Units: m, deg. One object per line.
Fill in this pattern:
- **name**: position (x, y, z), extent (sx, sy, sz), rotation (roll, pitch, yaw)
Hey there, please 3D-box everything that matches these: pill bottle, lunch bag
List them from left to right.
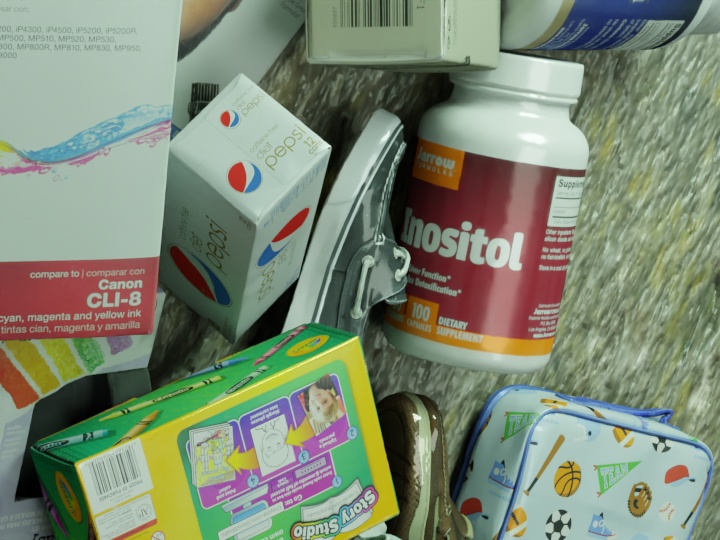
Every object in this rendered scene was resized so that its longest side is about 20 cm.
- **pill bottle**: position (0.084, -0.041, 1.338), extent (0.113, 0.113, 0.200), rotation (4, 100, -36)
- **lunch bag**: position (0.159, 0.165, 1.475), extent (0.200, 0.076, 0.160), rotation (16, 91, -37)
- **pill bottle**: position (0.160, -0.201, 1.345), extent (0.200, 0.116, 0.116), rotation (-5, 106, -38)

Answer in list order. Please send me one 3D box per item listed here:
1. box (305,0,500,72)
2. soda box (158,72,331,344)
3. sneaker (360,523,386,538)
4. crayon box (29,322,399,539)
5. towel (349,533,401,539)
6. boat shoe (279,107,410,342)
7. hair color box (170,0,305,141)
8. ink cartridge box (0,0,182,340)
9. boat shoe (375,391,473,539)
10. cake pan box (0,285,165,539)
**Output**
- **box**: position (0.028, -0.150, 1.192), extent (0.200, 0.082, 0.068), rotation (-16, 106, -76)
- **soda box**: position (-0.070, -0.030, 1.180), extent (0.068, 0.200, 0.064), rotation (40, 69, 8)
- **sneaker**: position (-0.072, 0.131, 1.310), extent (0.200, 0.080, 0.086), rotation (18, 63, -32)
- **crayon box**: position (-0.080, 0.122, 1.203), extent (0.200, 0.058, 0.119), rotation (-23, 110, -30)
- **towel**: position (0.018, 0.248, 1.335), extent (0.200, 0.171, 0.048), rotation (37, 43, -26)
- **boat shoe**: position (0.000, 0.000, 1.300), extent (0.068, 0.072, 0.200), rotation (20, 94, 4)
- **hair color box**: position (-0.124, -0.117, 1.169), extent (0.111, 0.064, 0.200), rotation (33, 95, -35)
- **ink cartridge box**: position (-0.178, -0.085, 1.035), extent (0.144, 0.145, 0.200), rotation (-1, 114, -19)
- **boat shoe**: position (0.037, 0.169, 1.392), extent (0.075, 0.075, 0.203), rotation (-9, 120, -33)
- **cake pan box**: position (-0.213, 0.088, 1.165), extent (0.200, 0.052, 0.184), rotation (-4, 121, -42)
